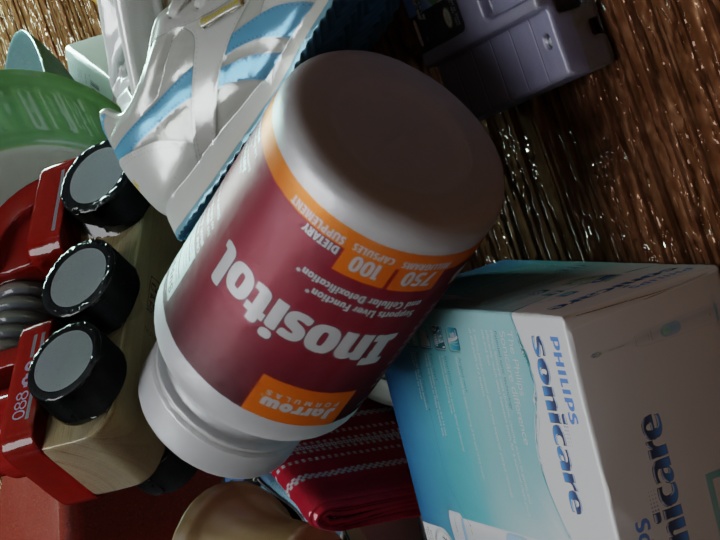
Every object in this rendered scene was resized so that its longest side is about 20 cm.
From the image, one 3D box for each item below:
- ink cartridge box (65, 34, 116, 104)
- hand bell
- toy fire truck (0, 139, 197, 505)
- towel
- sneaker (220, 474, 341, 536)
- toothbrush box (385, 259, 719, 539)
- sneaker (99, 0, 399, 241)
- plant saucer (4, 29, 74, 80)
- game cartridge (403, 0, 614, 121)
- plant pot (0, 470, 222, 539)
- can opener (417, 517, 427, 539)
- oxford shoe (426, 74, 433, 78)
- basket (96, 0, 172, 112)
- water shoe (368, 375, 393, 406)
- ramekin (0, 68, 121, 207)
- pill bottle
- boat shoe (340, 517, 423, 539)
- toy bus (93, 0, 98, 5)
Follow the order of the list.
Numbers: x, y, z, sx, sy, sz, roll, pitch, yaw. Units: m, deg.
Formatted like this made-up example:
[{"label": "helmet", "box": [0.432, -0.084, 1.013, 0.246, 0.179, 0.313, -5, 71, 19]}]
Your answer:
[{"label": "ink cartridge box", "box": [-0.109, -0.068, 1.458, 0.200, 0.067, 0.117, 38, 141, 54]}, {"label": "hand bell", "box": [0.000, 0.161, 1.249, 0.199, 0.104, 0.105, -8, 102, 44]}, {"label": "toy fire truck", "box": [-0.172, 0.051, 1.237, 0.129, 0.199, 0.177, 46, -142, -43]}, {"label": "towel", "box": [-0.012, 0.067, 1.251, 0.200, 0.144, 0.023, 46, 132, 44]}, {"label": "sneaker", "box": [-0.046, 0.102, 1.421, 0.201, 0.090, 0.078, 68, 157, 7]}, {"label": "toothbrush box", "box": [0.095, 0.075, 1.088, 0.200, 0.085, 0.147, 1, 107, 67]}, {"label": "sneaker", "box": [-0.048, -0.109, 1.095, 0.081, 0.076, 0.200, 46, 113, 15]}, {"label": "plant saucer", "box": [-0.192, -0.053, 1.494, 0.201, 0.038, 0.202, 175, 90, -71]}, {"label": "game cartridge", "box": [0.044, -0.172, 1.078, 0.130, 0.038, 0.201, -20, 90, 63]}, {"label": "plant pot", "box": [-0.131, 0.129, 1.528, 0.200, 0.199, 0.177, 164, 97, -67]}, {"label": "can opener", "box": [0.078, 0.165, 1.226, 0.200, 0.063, 0.079, 11, 132, 63]}, {"label": "oxford shoe", "box": [-0.005, -0.022, 1.180, 0.075, 0.070, 0.200, 55, 149, 4]}, {"label": "basket", "box": [-0.077, -0.173, 1.201, 0.136, 0.123, 0.201, -123, 23, -67]}, {"label": "water shoe", "box": [0.000, 0.000, 1.264, 0.200, 0.071, 0.079, 43, 139, 43]}, {"label": "ramekin", "box": [-0.192, -0.005, 1.334, 0.098, 0.199, 0.201, -133, 30, -63]}, {"label": "pill bottle", "box": [-0.026, 0.004, 1.084, 0.113, 0.113, 0.200, 58, 135, 26]}, {"label": "boat shoe", "box": [0.009, 0.149, 1.354, 0.093, 0.074, 0.201, -5, 104, 59]}, {"label": "toy bus", "box": [-0.144, -0.205, 1.413, 0.200, 0.078, 0.065, 43, 144, 47]}]
